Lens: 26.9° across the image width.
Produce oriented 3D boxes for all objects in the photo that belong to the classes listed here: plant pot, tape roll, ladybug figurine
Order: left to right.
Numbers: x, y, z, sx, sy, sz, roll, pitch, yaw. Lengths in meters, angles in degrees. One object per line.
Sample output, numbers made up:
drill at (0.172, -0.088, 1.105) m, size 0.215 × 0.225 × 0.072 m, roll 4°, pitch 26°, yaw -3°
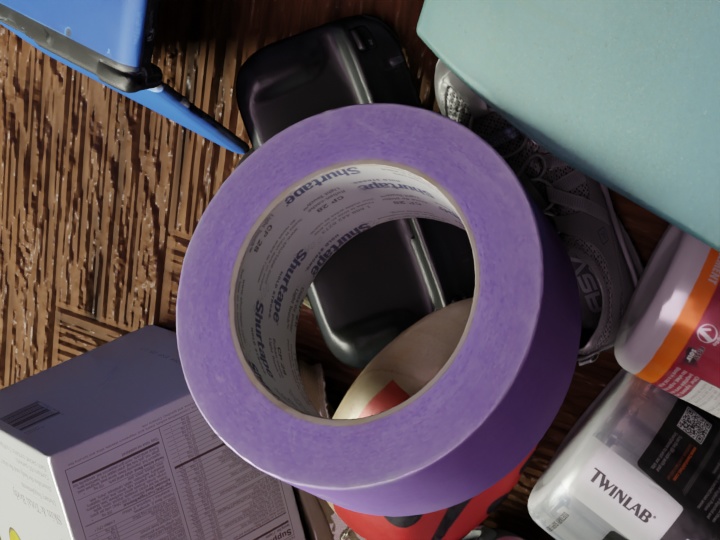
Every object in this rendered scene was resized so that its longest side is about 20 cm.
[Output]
tape roll at (0.009, 0.021, 0.784) m, size 0.198 × 0.085 × 0.202 m, roll -7°, pitch 69°, yaw 19°
ladybug figurine at (0.048, 0.101, 0.881) m, size 0.072 × 0.135 × 0.201 m, roll 62°, pitch 145°, yaw 36°
plant pot at (0.141, -0.131, 0.770) m, size 0.199 × 0.141 × 0.142 m, roll 28°, pitch 119°, yaw 17°

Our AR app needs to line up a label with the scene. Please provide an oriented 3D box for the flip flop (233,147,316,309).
flip flop at (0.000, 0.000, 0.927) m, size 0.199 × 0.058 × 0.081 m, roll 36°, pitch 80°, yaw -9°

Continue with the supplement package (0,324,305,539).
supplement package at (-0.139, 0.164, 0.971) m, size 0.151 × 0.150 × 0.202 m, roll 12°, pitch 120°, yaw 54°

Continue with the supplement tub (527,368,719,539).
supplement tub at (0.206, 0.151, 0.864) m, size 0.199 × 0.122 × 0.123 m, roll 37°, pitch 120°, yaw 6°

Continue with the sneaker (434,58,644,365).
sneaker at (0.103, -0.040, 0.852) m, size 0.074 × 0.082 × 0.201 m, roll -28°, pitch 98°, yaw 30°

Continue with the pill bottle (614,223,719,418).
pill bottle at (0.246, 0.045, 0.805) m, size 0.199 × 0.110 × 0.110 m, roll 26°, pitch 119°, yaw 3°

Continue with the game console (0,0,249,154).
game console at (-0.153, -0.171, 0.865) m, size 0.199 × 0.118 × 0.172 m, roll 28°, pitch 118°, yaw 32°

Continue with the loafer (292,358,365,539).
loafer at (-0.009, 0.149, 0.989) m, size 0.067 × 0.076 × 0.202 m, roll -15°, pitch 99°, yaw -8°

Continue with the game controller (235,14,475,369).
game controller at (0.001, -0.046, 0.886) m, size 0.103 × 0.042 × 0.202 m, roll -20°, pitch 92°, yaw 2°

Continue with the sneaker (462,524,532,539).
sneaker at (0.086, 0.193, 0.889) m, size 0.081 × 0.200 × 0.071 m, roll 16°, pitch 85°, yaw -5°
